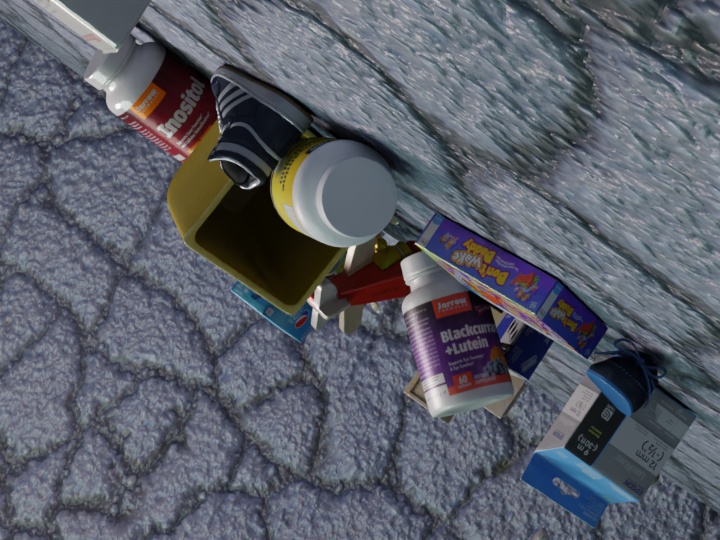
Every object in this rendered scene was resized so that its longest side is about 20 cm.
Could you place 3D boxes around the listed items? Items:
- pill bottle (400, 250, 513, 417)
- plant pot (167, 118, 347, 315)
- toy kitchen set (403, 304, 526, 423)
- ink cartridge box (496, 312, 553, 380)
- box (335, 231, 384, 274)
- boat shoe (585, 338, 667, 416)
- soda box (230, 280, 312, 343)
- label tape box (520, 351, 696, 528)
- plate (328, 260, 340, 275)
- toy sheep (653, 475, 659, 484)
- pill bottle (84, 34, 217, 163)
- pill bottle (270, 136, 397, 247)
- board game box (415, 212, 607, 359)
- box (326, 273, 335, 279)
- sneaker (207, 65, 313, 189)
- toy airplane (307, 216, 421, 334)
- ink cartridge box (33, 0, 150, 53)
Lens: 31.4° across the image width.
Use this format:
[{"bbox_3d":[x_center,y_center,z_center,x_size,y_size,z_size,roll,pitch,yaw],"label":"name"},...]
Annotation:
[{"bbox_3d":[0.115,0.075,1.616,0.111,0.110,0.202,45,-151,-77],"label":"pill bottle"},{"bbox_3d":[-0.129,-0.102,1.619,0.194,0.196,0.200,36,-177,-36],"label":"plant pot"},{"bbox_3d":[0.212,0.174,2.067,0.163,0.201,0.180,34,177,29],"label":"toy kitchen set"},{"bbox_3d":[0.216,0.093,1.726,0.044,0.094,0.200,34,178,-2],"label":"ink cartridge box"},{"bbox_3d":[-0.070,-0.078,2.047,0.101,0.113,0.200,32,174,42],"label":"box"},{"bbox_3d":[0.297,0.114,1.444,0.084,0.069,0.200,47,-176,6],"label":"boat shoe"},{"bbox_3d":[-0.124,0.048,1.946,0.068,0.064,0.200,34,174,21],"label":"soda box"},{"bbox_3d":[0.324,0.230,1.678,0.143,0.201,0.066,35,177,-19],"label":"label tape box"},{"bbox_3d":[-0.089,-0.083,1.849,0.200,0.025,0.201,51,-154,-36],"label":"plate"},{"bbox_3d":[0.539,0.392,2.683,0.199,0.139,0.138,30,178,-11],"label":"toy sheep"},{"bbox_3d":[-0.268,-0.233,1.731,0.199,0.113,0.113,35,177,-25],"label":"pill bottle"},{"bbox_3d":[-0.026,-0.085,1.372,0.112,0.112,0.200,35,177,-17],"label":"pill bottle"},{"bbox_3d":[0.171,0.017,1.463,0.200,0.045,0.134,33,177,44],"label":"board game box"},{"bbox_3d":[-0.105,-0.009,1.958,0.157,0.051,0.200,38,176,-10],"label":"box"},{"bbox_3d":[-0.140,-0.162,1.454,0.070,0.109,0.200,37,177,-37],"label":"sneaker"},{"bbox_3d":[0.000,0.000,1.789,0.199,0.200,0.142,28,-148,-48],"label":"toy airplane"},{"bbox_3d":[-0.294,-0.298,1.205,0.199,0.083,0.146,36,177,-19],"label":"ink cartridge box"}]
